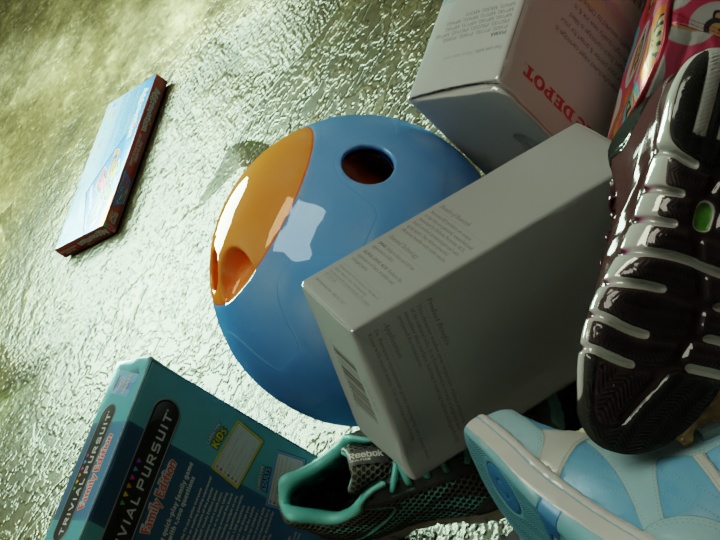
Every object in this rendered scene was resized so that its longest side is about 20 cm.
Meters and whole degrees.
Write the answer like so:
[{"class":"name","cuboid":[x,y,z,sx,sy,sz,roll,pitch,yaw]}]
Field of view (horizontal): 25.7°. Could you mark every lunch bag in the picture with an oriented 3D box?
[{"class":"lunch bag","cuboid":[0.203,-0.144,0.947,0.176,0.081,0.202,104,-175,-67]}]

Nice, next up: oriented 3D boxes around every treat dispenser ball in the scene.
[{"class":"treat dispenser ball","cuboid":[0.000,0.000,1.031,0.200,0.200,0.202,-36,35,31]}]

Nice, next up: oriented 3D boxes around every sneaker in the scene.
[{"class":"sneaker","cuboid":[0.150,0.106,0.803,0.130,0.080,0.200,-36,40,-15]},{"class":"sneaker","cuboid":[0.151,-0.009,0.801,0.115,0.075,0.202,-160,89,-82]},{"class":"sneaker","cuboid":[0.032,0.122,0.957,0.199,0.091,0.078,-30,62,28]}]

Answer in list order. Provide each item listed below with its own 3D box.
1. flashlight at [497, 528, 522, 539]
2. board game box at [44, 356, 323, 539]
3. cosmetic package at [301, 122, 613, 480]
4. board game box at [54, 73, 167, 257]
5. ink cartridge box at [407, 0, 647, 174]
[{"class":"flashlight","cuboid":[0.108,0.213,0.812,0.067,0.069,0.201,-7,33,-4]},{"class":"board game box","cuboid":[-0.096,0.170,1.012,0.047,0.199,0.152,-11,52,51]},{"class":"cosmetic package","cuboid":[0.080,0.015,0.910,0.199,0.114,0.081,-29,29,-14]},{"class":"board game box","cuboid":[-0.273,-0.115,1.728,0.102,0.019,0.202,-22,44,47]},{"class":"ink cartridge box","cuboid":[0.130,-0.160,1.040,0.085,0.147,0.202,-3,57,46]}]
